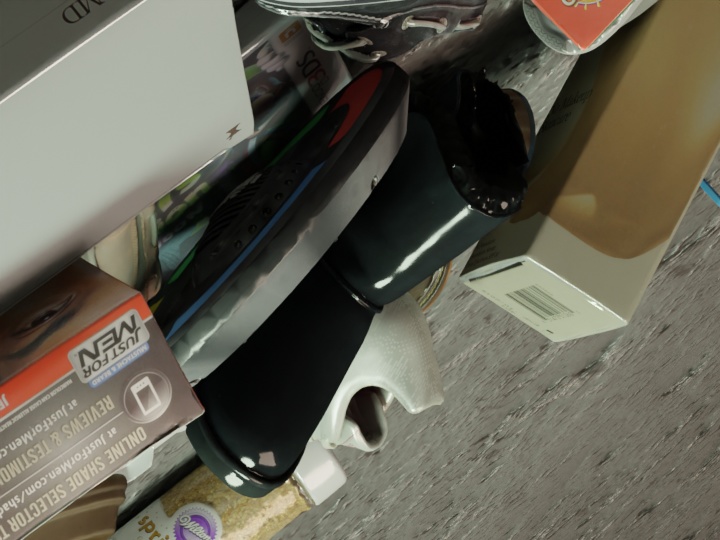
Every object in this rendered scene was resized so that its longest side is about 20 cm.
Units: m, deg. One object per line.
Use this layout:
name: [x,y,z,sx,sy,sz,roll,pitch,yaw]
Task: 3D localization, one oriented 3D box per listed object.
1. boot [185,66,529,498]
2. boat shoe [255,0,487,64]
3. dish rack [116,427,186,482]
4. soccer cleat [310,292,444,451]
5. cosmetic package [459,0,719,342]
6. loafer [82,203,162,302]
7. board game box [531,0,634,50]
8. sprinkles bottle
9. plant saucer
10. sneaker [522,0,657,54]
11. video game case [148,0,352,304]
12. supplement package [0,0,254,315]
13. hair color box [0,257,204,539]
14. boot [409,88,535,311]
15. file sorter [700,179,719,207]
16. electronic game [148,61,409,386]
boot: [0.000,0.000,1.288,0.168,0.076,0.201,-37,-159,36]
boat shoe: [0.004,-0.125,1.179,0.200,0.071,0.068,-22,133,-59]
dish rack: [-0.136,0.077,1.373,0.171,0.044,0.200,-38,166,30]
soccer cleat: [-0.033,0.070,1.460,0.070,0.087,0.200,-24,180,-44]
cosmetic package: [0.142,-0.067,1.440,0.201,0.071,0.105,-61,-167,-17]
loafer: [-0.118,-0.037,1.146,0.063,0.072,0.201,-42,155,-31]
board game box: [0.138,-0.188,1.216,0.153,0.040,0.200,-46,-170,13]
sprinkles bottle: [-0.104,0.166,1.649,0.200,0.068,0.068,-38,162,-7]
plant saucer: [-0.211,0.156,1.375,0.199,0.030,0.200,-22,174,-3]
sneaker: [0.166,-0.199,1.377,0.200,0.075,0.082,-41,177,20]
video game case: [-0.088,-0.043,1.276,0.200,0.023,0.182,-40,162,-2]
supplement package: [-0.153,-0.063,0.959,0.200,0.111,0.156,-37,162,-12]
hair color box: [-0.158,0.039,1.070,0.111,0.200,0.064,-35,117,-17]
boot: [0.008,-0.031,1.454,0.096,0.075,0.200,-1,141,-35]
file sorter: [0.278,-0.137,1.630,0.200,0.123,0.139,-47,161,18]
electronic game: [-0.047,-0.018,1.210,0.200,0.042,0.200,-48,-171,9]
